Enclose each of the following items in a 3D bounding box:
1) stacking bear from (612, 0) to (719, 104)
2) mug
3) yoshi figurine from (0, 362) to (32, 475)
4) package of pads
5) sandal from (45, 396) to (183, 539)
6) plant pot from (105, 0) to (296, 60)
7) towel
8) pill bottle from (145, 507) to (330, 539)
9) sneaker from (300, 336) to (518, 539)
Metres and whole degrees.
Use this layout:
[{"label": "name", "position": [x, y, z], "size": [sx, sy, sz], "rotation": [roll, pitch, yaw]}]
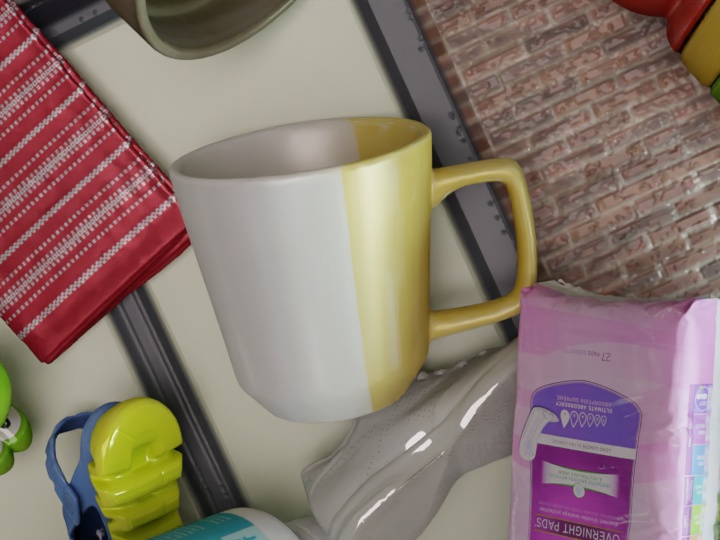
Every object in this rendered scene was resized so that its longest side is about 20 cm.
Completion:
[{"label": "stacking bear", "position": [0.218, -0.143, 0.878], "size": [0.200, 0.114, 0.122], "rotation": [35, 101, 6]}, {"label": "mug", "position": [-0.009, 0.002, 0.906], "size": [0.186, 0.149, 0.154], "rotation": [1, 108, 32]}, {"label": "yoshi figurine", "position": [-0.284, 0.047, 0.967], "size": [0.200, 0.112, 0.113], "rotation": [35, 101, -1]}, {"label": "package of pads", "position": [0.142, 0.108, 0.866], "size": [0.120, 0.075, 0.201], "rotation": [6, 93, 48]}, {"label": "sandal", "position": [-0.151, 0.166, 0.994], "size": [0.087, 0.079, 0.201], "rotation": [14, 111, 43]}, {"label": "plant pot", "position": [-0.107, -0.248, 0.876], "size": [0.173, 0.200, 0.200], "rotation": [41, 102, 16]}, {"label": "towel", "position": [-0.208, -0.057, 0.988], "size": [0.145, 0.022, 0.200], "rotation": [-41, 89, 13]}, {"label": "pill bottle", "position": [-0.097, 0.204, 0.921], "size": [0.111, 0.200, 0.111], "rotation": [17, 114, 44]}, {"label": "sneaker", "position": [0.047, 0.082, 0.955], "size": [0.200, 0.075, 0.089], "rotation": [-39, 47, -3]}]
